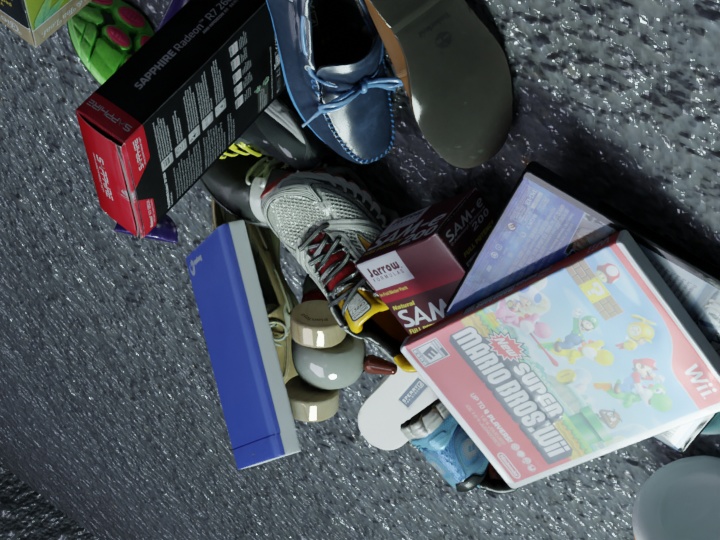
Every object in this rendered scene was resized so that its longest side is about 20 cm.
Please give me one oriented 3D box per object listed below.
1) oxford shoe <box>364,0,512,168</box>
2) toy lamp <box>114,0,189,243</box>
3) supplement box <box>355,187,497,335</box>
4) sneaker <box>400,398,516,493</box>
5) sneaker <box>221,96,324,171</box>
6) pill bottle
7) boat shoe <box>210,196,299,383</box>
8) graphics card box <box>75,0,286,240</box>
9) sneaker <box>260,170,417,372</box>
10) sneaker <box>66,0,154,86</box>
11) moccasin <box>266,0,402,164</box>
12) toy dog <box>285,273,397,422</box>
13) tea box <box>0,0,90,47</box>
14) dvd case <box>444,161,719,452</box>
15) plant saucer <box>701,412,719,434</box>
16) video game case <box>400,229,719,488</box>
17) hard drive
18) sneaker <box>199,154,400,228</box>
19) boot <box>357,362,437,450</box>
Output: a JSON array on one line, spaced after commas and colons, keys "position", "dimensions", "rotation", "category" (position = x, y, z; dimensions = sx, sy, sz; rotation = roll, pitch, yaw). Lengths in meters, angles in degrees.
[{"position": [0.046, -0.155, 0.906], "dimensions": [0.201, 0.071, 0.071], "rotation": [62, 179, -38], "category": "oxford shoe"}, {"position": [-0.148, -0.125, 1.094], "dimensions": [0.058, 0.202, 0.058], "rotation": [11, 179, 0], "category": "toy lamp"}, {"position": [0.099, 0.043, 1.047], "dimensions": [0.201, 0.061, 0.108], "rotation": [52, 145, -13], "category": "supplement box"}, {"position": [0.104, 0.150, 1.160], "dimensions": [0.090, 0.078, 0.199], "rotation": [60, -155, 15], "category": "sneaker"}, {"position": [-0.112, -0.119, 1.146], "dimensions": [0.199, 0.085, 0.074], "rotation": [32, 178, 34], "category": "sneaker"}, {"position": [0.283, 0.249, 1.118], "dimensions": [0.109, 0.110, 0.201], "rotation": [26, 150, 34], "category": "pill bottle"}, {"position": [-0.100, 0.016, 1.275], "dimensions": [0.072, 0.063, 0.203], "rotation": [-7, 90, 23], "category": "boat shoe"}, {"position": [-0.119, -0.133, 1.009], "dimensions": [0.051, 0.200, 0.126], "rotation": [34, 156, 17], "category": "graphics card box"}, {"position": [0.000, 0.000, 1.096], "dimensions": [0.200, 0.082, 0.078], "rotation": [42, 119, -11], "category": "sneaker"}, {"position": [-0.200, -0.160, 1.245], "dimensions": [0.201, 0.077, 0.083], "rotation": [53, 150, -19], "category": "sneaker"}, {"position": [-0.020, -0.152, 0.966], "dimensions": [0.068, 0.080, 0.201], "rotation": [33, 158, 49], "category": "moccasin"}, {"position": [-0.011, 0.048, 1.223], "dimensions": [0.095, 0.201, 0.133], "rotation": [7, 137, 1], "category": "toy dog"}, {"position": [-0.286, -0.318, 1.048], "dimensions": [0.199, 0.134, 0.197], "rotation": [37, 155, 15], "category": "tea box"}, {"position": [0.170, 0.028, 0.936], "dimensions": [0.199, 0.018, 0.143], "rotation": [30, 130, 4], "category": "dvd case"}, {"position": [0.210, 0.054, 1.017], "dimensions": [0.199, 0.027, 0.201], "rotation": [34, 154, 19], "category": "plant saucer"}, {"position": [0.142, 0.068, 0.955], "dimensions": [0.199, 0.017, 0.143], "rotation": [-29, 107, 37], "category": "video game case"}, {"position": [-0.106, 0.069, 1.214], "dimensions": [0.132, 0.025, 0.202], "rotation": [149, 108, -66], "category": "hard drive"}, {"position": [-0.047, -0.070, 1.167], "dimensions": [0.199, 0.074, 0.089], "rotation": [28, 147, 8], "category": "sneaker"}, {"position": [0.075, 0.076, 1.219], "dimensions": [0.073, 0.090, 0.200], "rotation": [47, 128, 1], "category": "boot"}]
